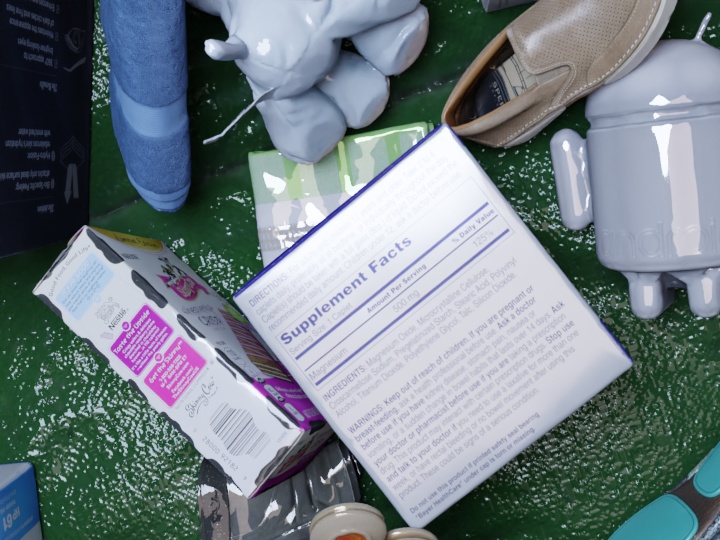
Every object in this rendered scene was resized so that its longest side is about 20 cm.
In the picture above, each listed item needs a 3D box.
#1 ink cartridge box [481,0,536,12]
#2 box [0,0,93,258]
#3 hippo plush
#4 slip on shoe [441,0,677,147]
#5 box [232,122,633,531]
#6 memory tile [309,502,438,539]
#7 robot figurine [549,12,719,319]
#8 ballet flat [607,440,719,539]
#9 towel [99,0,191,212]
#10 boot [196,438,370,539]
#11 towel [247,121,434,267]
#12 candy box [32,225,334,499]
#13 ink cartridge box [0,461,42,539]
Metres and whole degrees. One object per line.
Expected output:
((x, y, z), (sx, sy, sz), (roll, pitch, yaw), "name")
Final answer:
((0.166, -0.277, 0.734), (0.198, 0.083, 0.148), (-13, 95, 6), "ink cartridge box")
((-0.263, -0.114, 0.717), (0.116, 0.197, 0.202), (3, 96, 3), "box")
((-0.067, -0.175, 0.741), (0.199, 0.160, 0.161), (-31, 63, -27), "hippo plush")
((0.126, -0.148, 0.706), (0.060, 0.200, 0.077), (-5, 69, -36), "slip on shoe")
((0.048, 0.035, 0.735), (0.183, 0.105, 0.201), (-38, 91, 7), "box")
((-0.019, 0.233, 0.737), (0.153, 0.017, 0.200), (31, 122, -31), "memory tile")
((0.215, -0.070, 0.739), (0.168, 0.113, 0.202), (-5, 96, 24), "robot figurine")
((0.258, 0.184, 0.790), (0.074, 0.074, 0.200), (44, 100, -2), "ballet flat")
((-0.144, -0.141, 0.707), (0.048, 0.112, 0.201), (-10, 139, -16), "towel")
((-0.052, 0.230, 0.812), (0.129, 0.068, 0.202), (-4, 97, -3), "boot")
((0.000, 0.000, 0.800), (0.147, 0.031, 0.202), (-10, 95, 3), "towel")
((-0.110, 0.059, 0.740), (0.200, 0.136, 0.061), (41, 95, 10), "candy box")
((-0.319, 0.260, 0.815), (0.143, 0.085, 0.202), (-5, 97, 3), "ink cartridge box")
